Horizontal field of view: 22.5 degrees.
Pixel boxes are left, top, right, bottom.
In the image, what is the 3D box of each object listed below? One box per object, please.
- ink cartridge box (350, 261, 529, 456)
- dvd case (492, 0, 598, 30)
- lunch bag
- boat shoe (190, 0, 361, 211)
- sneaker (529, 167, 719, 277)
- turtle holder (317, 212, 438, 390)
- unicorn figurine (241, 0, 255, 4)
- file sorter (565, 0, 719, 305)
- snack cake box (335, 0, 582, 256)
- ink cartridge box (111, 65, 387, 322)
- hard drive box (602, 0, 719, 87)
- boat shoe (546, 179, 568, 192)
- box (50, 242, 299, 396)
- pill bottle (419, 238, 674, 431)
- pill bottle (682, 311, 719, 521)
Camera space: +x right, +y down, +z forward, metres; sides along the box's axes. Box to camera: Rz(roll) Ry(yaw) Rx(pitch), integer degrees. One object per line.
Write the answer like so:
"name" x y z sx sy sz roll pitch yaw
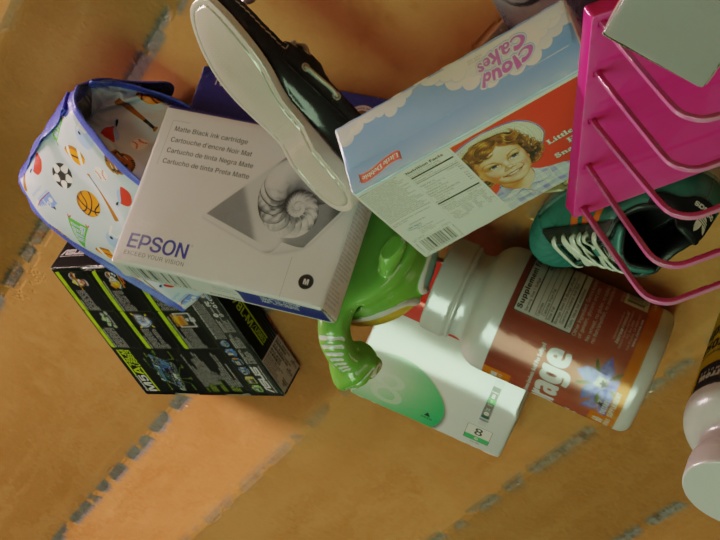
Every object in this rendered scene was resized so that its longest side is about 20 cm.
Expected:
"ink cartridge box" 0.085 0.080 1.687 0.160 0.050 0.200 24 146 6
"dvd case" 0.139 -0.240 1.284 0.148 0.016 0.200 -4 134 37
"lunch bag" -0.195 -0.079 1.616 0.199 0.124 0.170 29 146 -13
"boat shoe" -0.051 -0.139 1.394 0.200 0.060 0.074 50 155 -8
"sneaker" 0.201 -0.032 1.440 0.071 0.080 0.200 42 143 -20
"turtle holder" 0.009 -0.008 1.525 0.141 0.186 0.132 -27 151 10
"unicorn figurine" -0.082 -0.261 1.357 0.200 0.074 0.137 36 148 -15
"file sorter" 0.238 -0.091 1.254 0.200 0.138 0.126 88 158 -50
"snack cake box" 0.096 -0.102 1.337 0.199 0.067 0.115 -28 143 18
"ink cartridge box" -0.082 -0.073 1.480 0.199 0.201 0.041 11 162 21
"hard drive box" 0.240 -0.236 1.102 0.077 0.156 0.200 28 144 1
"boat shoe" 0.131 -0.087 1.436 0.199 0.063 0.073 -1 135 34
"box" -0.187 0.049 1.833 0.192 0.048 0.200 0 136 37
"pill bottle" 0.157 0.049 1.544 0.199 0.112 0.112 23 144 7
"pill bottle" 0.318 0.097 1.419 0.112 0.200 0.112 18 143 14
